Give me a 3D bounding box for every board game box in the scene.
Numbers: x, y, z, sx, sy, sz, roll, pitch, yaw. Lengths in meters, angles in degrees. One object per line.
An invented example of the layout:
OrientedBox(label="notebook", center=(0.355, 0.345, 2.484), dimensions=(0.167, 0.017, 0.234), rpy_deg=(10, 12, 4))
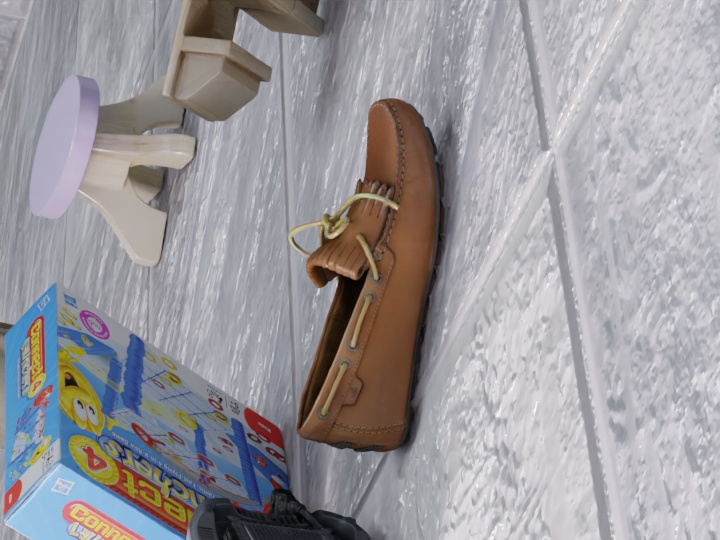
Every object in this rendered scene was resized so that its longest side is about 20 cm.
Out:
OrientedBox(label="board game box", center=(-0.131, 0.128, 1.462), dimensions=(0.056, 0.199, 0.196), rpy_deg=(-45, 28, 19))

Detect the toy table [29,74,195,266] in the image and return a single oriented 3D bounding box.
OrientedBox(label="toy table", center=(-0.229, -0.105, 2.144), dimensions=(0.200, 0.116, 0.186), rpy_deg=(-175, 97, -74))

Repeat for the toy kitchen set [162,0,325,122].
OrientedBox(label="toy kitchen set", center=(-0.031, -0.180, 1.578), dimensions=(0.200, 0.179, 0.165), rpy_deg=(27, -105, -65))

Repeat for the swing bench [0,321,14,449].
OrientedBox(label="swing bench", center=(-0.405, 0.115, 2.458), dimensions=(0.200, 0.197, 0.131), rpy_deg=(-167, 90, -74))

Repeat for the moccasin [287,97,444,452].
OrientedBox(label="moccasin", center=(0.000, 0.000, 1.317), dimensions=(0.074, 0.077, 0.203), rpy_deg=(173, 108, -74))

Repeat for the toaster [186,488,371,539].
OrientedBox(label="toaster", center=(-0.046, 0.207, 1.268), dimensions=(0.200, 0.113, 0.130), rpy_deg=(-141, 61, -71))
